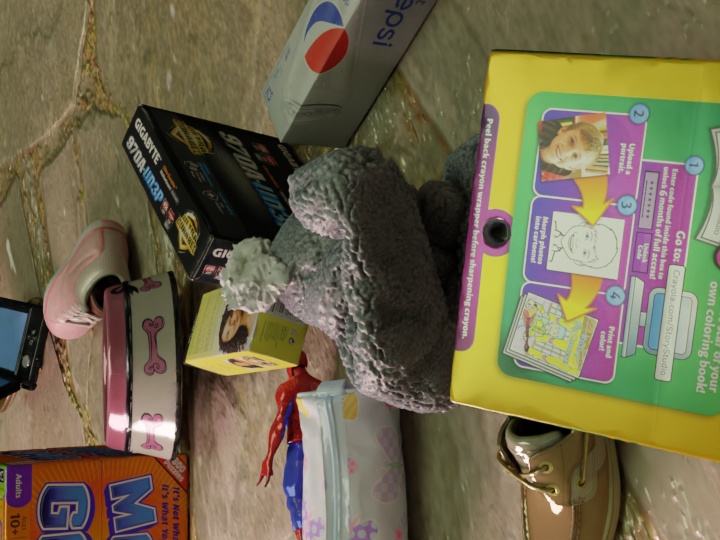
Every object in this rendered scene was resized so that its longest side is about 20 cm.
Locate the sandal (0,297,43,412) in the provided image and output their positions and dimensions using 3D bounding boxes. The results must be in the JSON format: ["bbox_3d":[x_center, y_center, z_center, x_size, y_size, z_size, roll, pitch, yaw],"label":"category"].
[{"bbox_3d":[-0.502,0.132,1.646,0.080,0.054,0.200,43,109,42],"label":"sandal"}]

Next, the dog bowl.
[{"bbox_3d":[-0.233,0.101,1.159,0.200,0.074,0.201,180,90,-76],"label":"dog bowl"}]

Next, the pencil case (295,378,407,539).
[{"bbox_3d":[-0.008,0.186,0.845,0.083,0.091,0.201,-8,79,34],"label":"pencil case"}]

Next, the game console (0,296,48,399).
[{"bbox_3d":[-0.556,0.120,1.581,0.200,0.116,0.177,8,84,45],"label":"game console"}]

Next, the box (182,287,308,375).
[{"bbox_3d":[-0.106,0.052,1.003,0.200,0.050,0.076,-20,54,64],"label":"box"}]

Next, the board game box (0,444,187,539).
[{"bbox_3d":[-0.323,0.303,1.220,0.200,0.199,0.201,-8,81,56],"label":"board game box"}]

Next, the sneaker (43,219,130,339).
[{"bbox_3d":[-0.343,0.040,1.379,0.200,0.075,0.105,-55,40,33],"label":"sneaker"}]

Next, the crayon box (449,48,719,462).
[{"bbox_3d":[0.147,-0.012,0.594,0.172,0.058,0.201,9,96,28],"label":"crayon box"}]

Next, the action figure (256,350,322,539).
[{"bbox_3d":[-0.048,0.163,0.928,0.052,0.065,0.201,-31,56,50],"label":"action figure"}]

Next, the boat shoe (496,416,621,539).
[{"bbox_3d":[0.118,0.104,0.682,0.074,0.066,0.201,6,93,57],"label":"boat shoe"}]

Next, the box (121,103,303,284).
[{"bbox_3d":[-0.100,-0.058,0.940,0.046,0.159,0.200,-60,42,25],"label":"box"}]

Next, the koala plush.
[{"bbox_3d":[0.000,0.000,0.784,0.200,0.177,0.185,6,103,53],"label":"koala plush"}]

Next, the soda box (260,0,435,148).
[{"bbox_3d":[-0.007,-0.191,0.892,0.200,0.068,0.064,-54,46,39],"label":"soda box"}]
